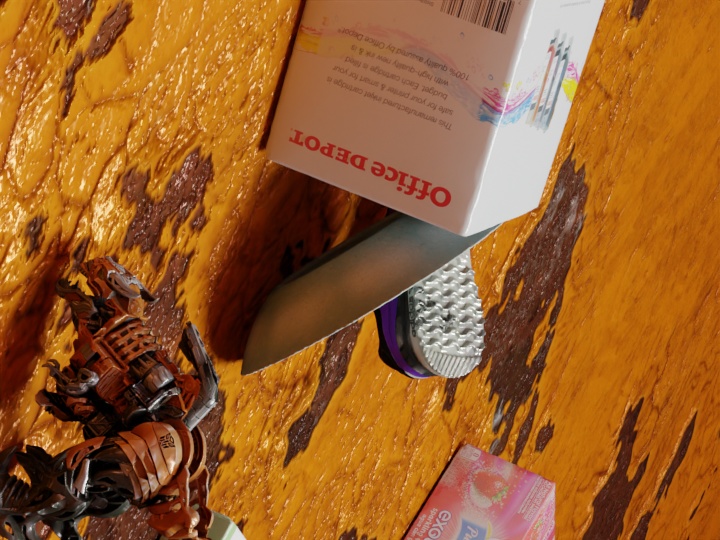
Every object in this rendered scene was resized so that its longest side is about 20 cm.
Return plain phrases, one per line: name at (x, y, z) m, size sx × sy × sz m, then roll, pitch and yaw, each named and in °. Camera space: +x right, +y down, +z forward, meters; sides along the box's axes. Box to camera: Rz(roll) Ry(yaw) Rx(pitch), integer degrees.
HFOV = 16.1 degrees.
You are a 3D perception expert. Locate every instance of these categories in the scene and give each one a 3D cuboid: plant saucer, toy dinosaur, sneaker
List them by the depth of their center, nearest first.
toy dinosaur at (-0.130, 0.098, 1.337) m, size 0.102 × 0.135 × 0.201 m, roll 45°, pitch 26°, yaw -54°
plant saucer at (0.000, 0.000, 1.624) m, size 0.200 × 0.039 × 0.201 m, roll -31°, pitch -175°, yaw 3°
sneaker at (0.035, -0.022, 1.780) m, size 0.069 × 0.099 × 0.202 m, roll 8°, pitch 79°, yaw -30°

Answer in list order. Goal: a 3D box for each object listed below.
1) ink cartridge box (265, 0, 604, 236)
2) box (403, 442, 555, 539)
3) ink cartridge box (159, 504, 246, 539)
ink cartridge box at (0.054, -0.143, 1.567) m, size 0.144 × 0.145 × 0.201 m, roll -19°, pitch 129°, yaw -66°
box at (0.085, 0.264, 2.183) m, size 0.200 × 0.094 × 0.103 m, roll -56°, pitch 157°, yaw -31°
ink cartridge box at (-0.106, 0.259, 1.704) m, size 0.146 × 0.048 × 0.200 m, roll -62°, pitch 155°, yaw -19°
